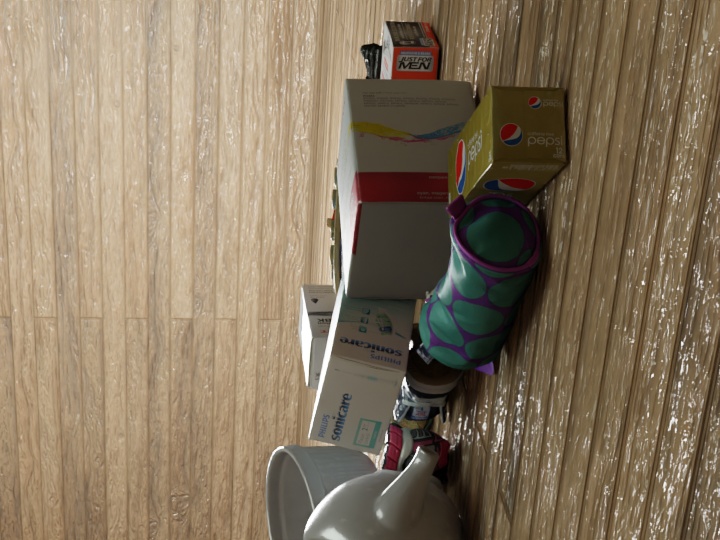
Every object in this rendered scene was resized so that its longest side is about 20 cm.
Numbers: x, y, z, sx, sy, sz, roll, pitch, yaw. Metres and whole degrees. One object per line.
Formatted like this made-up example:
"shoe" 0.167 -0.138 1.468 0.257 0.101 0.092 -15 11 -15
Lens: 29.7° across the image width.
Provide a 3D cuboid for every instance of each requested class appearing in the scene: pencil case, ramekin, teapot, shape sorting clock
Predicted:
"pencil case" 0.105 0.014 1.237 0.085 0.092 0.200 -44 -16 -27
"ramekin" -0.038 0.309 1.675 0.200 0.105 0.201 174 90 -68
"teapot" 0.044 0.290 1.502 0.200 0.198 0.146 -5 42 53
"shape sorting clock" -0.027 -0.066 1.885 0.200 0.039 0.201 1 -90 -83

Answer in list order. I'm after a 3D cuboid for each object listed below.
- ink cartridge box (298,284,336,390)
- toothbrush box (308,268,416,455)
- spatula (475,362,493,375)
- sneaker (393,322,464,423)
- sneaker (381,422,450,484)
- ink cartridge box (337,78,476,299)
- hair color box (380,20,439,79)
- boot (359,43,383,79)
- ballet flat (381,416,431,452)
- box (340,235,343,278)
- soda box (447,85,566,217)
"ink cartridge box" -0.011 0.095 1.968 0.200 0.144 0.084 -106 19 -67
"toothbrush box" 0.007 0.075 1.486 0.200 0.085 0.147 -78 2 -46
"spatula" 0.113 0.066 1.433 0.200 0.020 0.057 -105 -5 -80
"sneaker" 0.076 0.137 1.546 0.200 0.070 0.109 -95 11 -76
"sneaker" 0.070 0.236 1.608 0.200 0.074 0.081 69 -152 -73
"ink cartridge box" 0.053 -0.089 1.446 0.146 0.144 0.201 97 170 -46
"hair color box" 0.059 -0.211 1.764 0.111 0.064 0.201 -100 11 -62
"boot" 0.024 -0.249 1.971 0.211 0.079 0.159 -163 67 -72
"ballet flat" 0.049 0.209 1.788 0.200 0.070 0.071 104 165 -63
"box" 0.000 0.000 1.700 0.200 0.032 0.122 127 143 -75
"soda box" 0.124 -0.100 1.191 0.200 0.064 0.068 124 147 -77
